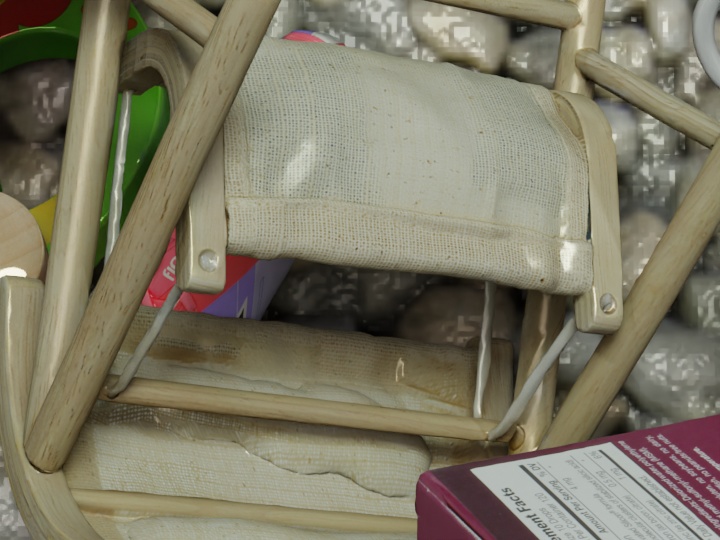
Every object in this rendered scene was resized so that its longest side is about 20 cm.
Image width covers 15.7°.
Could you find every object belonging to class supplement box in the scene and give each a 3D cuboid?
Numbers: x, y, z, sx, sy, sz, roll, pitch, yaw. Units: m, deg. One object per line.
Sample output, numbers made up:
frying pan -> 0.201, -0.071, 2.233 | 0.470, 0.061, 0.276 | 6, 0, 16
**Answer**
supplement box -> 0.123, 0.112, 0.831 | 0.200, 0.086, 0.111 | -10, 115, -23

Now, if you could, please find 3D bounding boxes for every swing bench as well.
swing bench -> 0.000, 0.000, 0.850 | 0.199, 0.130, 0.200 | 9, 106, -30

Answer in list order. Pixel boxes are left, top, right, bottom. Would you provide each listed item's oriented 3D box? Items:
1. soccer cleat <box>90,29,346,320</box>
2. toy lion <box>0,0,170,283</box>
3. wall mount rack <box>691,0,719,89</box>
soccer cleat -> -0.060, 0.002, 0.927 | 0.068, 0.073, 0.200 | 30, 82, 8
toy lion -> -0.151, -0.092, 0.954 | 0.200, 0.069, 0.192 | 33, 75, 13
wall mount rack -> 0.223, -0.096, 0.894 | 0.200, 0.174, 0.075 | 19, 38, 6
